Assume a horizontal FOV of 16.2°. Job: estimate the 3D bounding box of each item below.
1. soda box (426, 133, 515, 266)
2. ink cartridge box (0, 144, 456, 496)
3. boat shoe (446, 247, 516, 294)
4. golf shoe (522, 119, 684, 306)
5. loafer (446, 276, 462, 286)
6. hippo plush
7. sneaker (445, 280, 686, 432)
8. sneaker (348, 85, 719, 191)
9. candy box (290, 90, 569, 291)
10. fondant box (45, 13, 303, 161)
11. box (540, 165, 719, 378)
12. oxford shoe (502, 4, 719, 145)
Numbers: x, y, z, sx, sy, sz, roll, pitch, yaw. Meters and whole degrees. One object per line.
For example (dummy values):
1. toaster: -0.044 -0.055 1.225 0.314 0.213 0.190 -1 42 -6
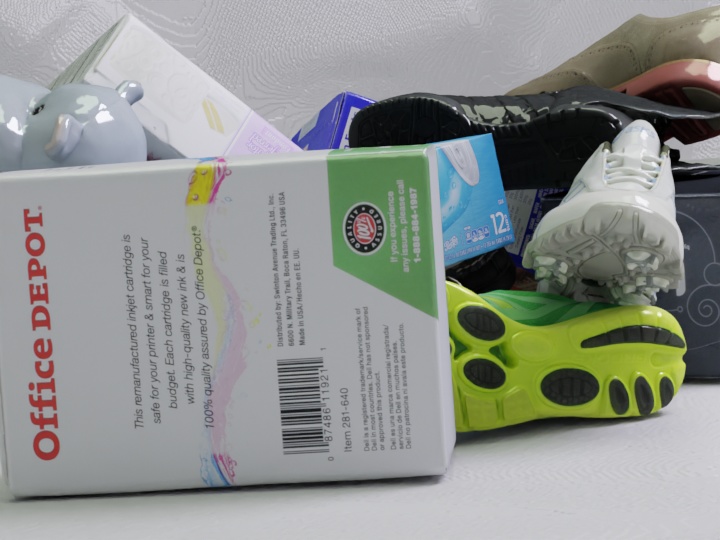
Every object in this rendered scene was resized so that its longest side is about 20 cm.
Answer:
1. soda box: -0.010 -0.021 1.311 0.068 0.064 0.200 -8 8 43
2. ink cartridge box: -0.061 0.021 1.145 0.200 0.145 0.084 -3 5 5
3. boat shoe: 0.000 0.000 1.486 0.200 0.060 0.074 -11 44 34
4. golf shoe: 0.126 -0.033 1.269 0.078 0.097 0.200 12 -7 1
5. loafer: 0.039 0.035 1.349 0.076 0.068 0.200 -2 6 14
6. hippo plush: -0.173 -0.017 1.348 0.200 0.161 0.159 15 31 14
7. sneaker: 0.063 0.044 1.248 0.200 0.074 0.084 7 -4 -27
8. sneaker: 0.102 -0.073 1.429 0.200 0.060 0.104 2 9 23
9. candy box: 0.054 -0.037 1.599 0.200 0.077 0.169 18 -10 -9
10. fondant box: -0.133 -0.055 1.505 0.144 0.058 0.200 38 -30 -14
11. box: 0.197 -0.003 1.453 0.122 0.106 0.200 -1 6 26
12. oxford shoe: 0.157 -0.110 1.514 0.200 0.075 0.070 -8 -37 45
